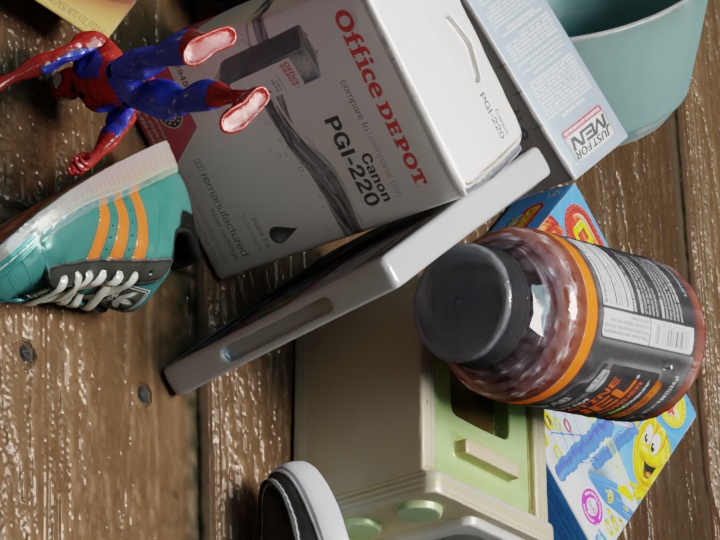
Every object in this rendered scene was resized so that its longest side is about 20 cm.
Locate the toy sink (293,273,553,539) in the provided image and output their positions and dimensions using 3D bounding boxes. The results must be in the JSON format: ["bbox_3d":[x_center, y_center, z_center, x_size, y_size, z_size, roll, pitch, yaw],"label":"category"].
[{"bbox_3d":[0.040,0.124,1.741,0.130,0.112,0.201,28,53,-44],"label":"toy sink"}]

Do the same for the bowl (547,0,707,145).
[{"bbox_3d":[0.153,-0.151,1.977,0.201,0.200,0.106,-45,131,-52],"label":"bowl"}]

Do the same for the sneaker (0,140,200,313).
[{"bbox_3d":[-0.149,-0.009,1.581,0.200,0.071,0.080,-34,98,-55],"label":"sneaker"}]

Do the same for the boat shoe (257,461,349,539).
[{"bbox_3d":[-0.043,0.211,1.639,0.066,0.070,0.201,-2,80,-30],"label":"boat shoe"}]

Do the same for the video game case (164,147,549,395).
[{"bbox_3d":[0.000,0.000,1.682,0.023,0.182,0.200,60,36,-5],"label":"video game case"}]

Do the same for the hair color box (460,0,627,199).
[{"bbox_3d":[0.076,-0.145,1.825,0.061,0.099,0.201,-37,100,-34],"label":"hair color box"}]

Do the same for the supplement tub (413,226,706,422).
[{"bbox_3d":[0.117,0.032,1.710,0.200,0.107,0.108,12,65,-51],"label":"supplement tub"}]

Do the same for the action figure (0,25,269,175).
[{"bbox_3d":[-0.141,-0.092,1.556,0.099,0.200,0.065,-35,109,-22],"label":"action figure"}]

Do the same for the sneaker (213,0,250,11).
[{"bbox_3d":[-0.038,-0.124,1.782,0.199,0.114,0.076,30,20,-9],"label":"sneaker"}]

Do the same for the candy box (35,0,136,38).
[{"bbox_3d":[-0.189,-0.226,1.584,0.200,0.117,0.056,33,9,-43],"label":"candy box"}]

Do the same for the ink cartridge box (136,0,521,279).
[{"bbox_3d":[-0.024,-0.095,1.676,0.085,0.199,0.146,-42,109,-52],"label":"ink cartridge box"}]

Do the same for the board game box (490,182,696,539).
[{"bbox_3d":[0.134,0.073,1.939,0.201,0.056,0.196,61,37,-15],"label":"board game box"}]
